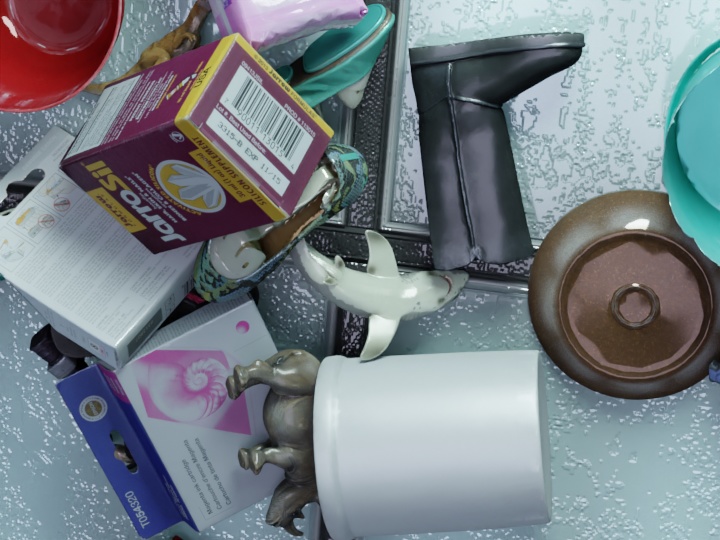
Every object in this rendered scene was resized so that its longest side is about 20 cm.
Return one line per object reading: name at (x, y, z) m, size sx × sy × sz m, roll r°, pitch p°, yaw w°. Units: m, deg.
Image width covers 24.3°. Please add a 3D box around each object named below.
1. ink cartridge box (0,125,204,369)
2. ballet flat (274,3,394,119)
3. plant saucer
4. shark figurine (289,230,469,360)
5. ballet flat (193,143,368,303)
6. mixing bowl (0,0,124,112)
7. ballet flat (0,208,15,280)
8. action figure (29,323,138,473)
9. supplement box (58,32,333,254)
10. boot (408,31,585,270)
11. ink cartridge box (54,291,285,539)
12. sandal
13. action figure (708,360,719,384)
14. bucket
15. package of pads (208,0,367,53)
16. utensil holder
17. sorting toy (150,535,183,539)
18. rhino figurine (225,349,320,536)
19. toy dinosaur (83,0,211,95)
ink cartridge box at (-0.251, -0.023, 1.549) m, size 0.199 × 0.163 × 0.057 m, roll 29°, pitch 151°, yaw 18°
ballet flat at (-0.041, -0.166, 1.514) m, size 0.199 × 0.068 × 0.070 m, roll -30°, pitch 123°, yaw 17°
plant saucer at (0.250, 0.028, 1.523) m, size 0.199 × 0.037 × 0.202 m, roll 3°, pitch 106°, yaw 10°
shark figurine at (-0.021, 0.001, 1.547) m, size 0.214 × 0.089 × 0.128 m, roll 34°, pitch 75°, yaw -9°
ballet flat at (-0.082, -0.044, 1.478) m, size 0.200 × 0.074 × 0.074 m, roll -42°, pitch 95°, yaw 14°
mixing bowl at (-0.291, -0.245, 1.501) m, size 0.199 × 0.108 × 0.201 m, roll 2°, pitch 100°, yaw 12°
ballet flat at (-0.320, -0.023, 1.602) m, size 0.199 × 0.068 × 0.076 m, roll -6°, pitch 89°, yaw 14°
action figure at (-0.228, 0.121, 1.623) m, size 0.130 × 0.069 × 0.200 m, roll -33°, pitch 101°, yaw 10°
supplement box at (-0.144, -0.105, 1.445) m, size 0.131 × 0.104 × 0.199 m, roll 43°, pitch 146°, yaw -27°
boot at (0.129, -0.106, 1.484) m, size 0.164 × 0.066 × 0.201 m, roll -4°, pitch 98°, yaw 24°
ink cartridge box at (-0.154, 0.145, 1.570) m, size 0.199 × 0.043 × 0.197 m, roll -28°, pitch 116°, yaw -6°
sandal at (-0.190, 0.046, 1.571) m, size 0.199 × 0.045 × 0.076 m, roll -10°, pitch 88°, yaw -11°
action figure at (0.424, 0.091, 1.477) m, size 0.200 × 0.104 × 0.194 m, roll 33°, pitch 116°, yaw 26°
bucket at (0.352, -0.106, 1.414) m, size 0.206 × 0.135 × 0.208 m, roll 2°, pitch 106°, yaw 9°
package of pads at (-0.084, -0.288, 1.433) m, size 0.120 × 0.076 × 0.201 m, roll -20°, pitch 90°, yaw -24°
utensil holder at (0.070, 0.155, 1.525) m, size 0.199 × 0.170 × 0.171 m, roll -5°, pitch 105°, yaw 9°
sorting toy at (-0.174, 0.383, 1.677) m, size 0.200 × 0.070 × 0.199 m, roll 36°, pitch 115°, yaw -2°
rhino figurine at (-0.066, 0.162, 1.547) m, size 0.087 × 0.060 × 0.201 m, roll -16°, pitch 115°, yaw -20°
toy dinosaur at (-0.189, -0.185, 1.542) m, size 0.200 × 0.060 × 0.107 m, roll -33°, pitch 65°, yaw 21°
